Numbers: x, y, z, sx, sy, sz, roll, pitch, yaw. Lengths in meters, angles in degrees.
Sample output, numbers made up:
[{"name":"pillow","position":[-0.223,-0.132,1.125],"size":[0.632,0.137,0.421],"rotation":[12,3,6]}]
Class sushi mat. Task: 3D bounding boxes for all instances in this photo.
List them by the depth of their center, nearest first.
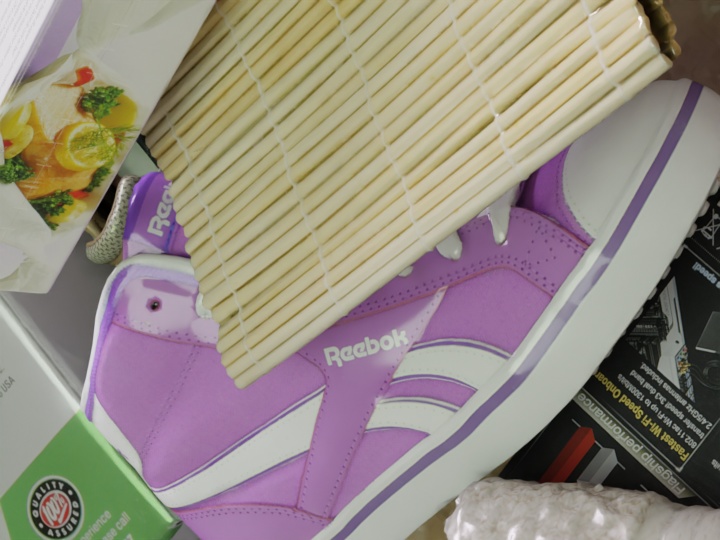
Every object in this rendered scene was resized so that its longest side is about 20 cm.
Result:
[{"name":"sushi mat","position":[-0.002,-0.048,0.616],"size":[0.200,0.012,0.096],"rotation":[-38,73,55]}]

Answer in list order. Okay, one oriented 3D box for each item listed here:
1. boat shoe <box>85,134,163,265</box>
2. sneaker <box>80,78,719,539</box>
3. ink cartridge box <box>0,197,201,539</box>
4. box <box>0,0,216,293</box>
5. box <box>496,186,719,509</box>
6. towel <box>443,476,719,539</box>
[{"name":"boat shoe","position":[-0.049,-0.015,0.792],"size":[0.200,0.076,0.072],"rotation":[38,122,19]},{"name":"sneaker","position":[0.000,0.000,0.707],"size":[0.114,0.073,0.200],"rotation":[41,121,-7]},{"name":"ink cartridge box","position":[-0.128,0.029,0.857],"size":[0.200,0.084,0.146],"rotation":[52,126,12]},{"name":"box","position":[-0.059,-0.068,0.645],"size":[0.200,0.039,0.042],"rotation":[-56,38,43]},{"name":"box","position":[0.118,0.099,0.669],"size":[0.200,0.050,0.158],"rotation":[42,102,32]},{"name":"towel","position":[0.066,0.150,0.641],"size":[0.132,0.034,0.201],"rotation":[2,82,33]}]
